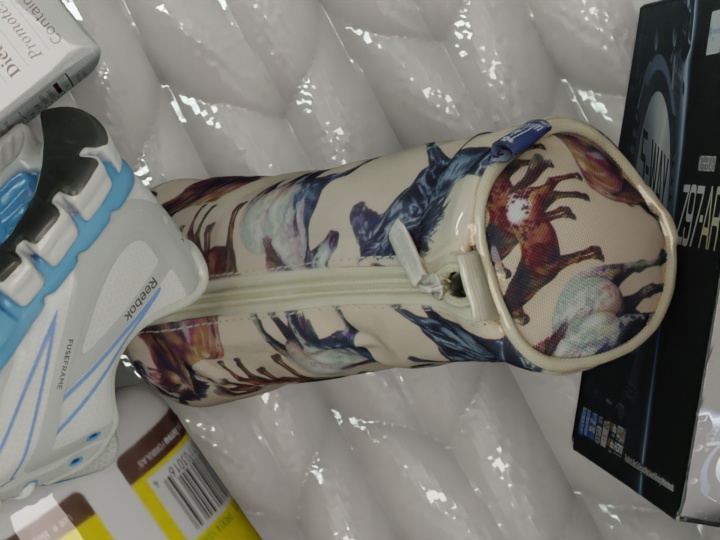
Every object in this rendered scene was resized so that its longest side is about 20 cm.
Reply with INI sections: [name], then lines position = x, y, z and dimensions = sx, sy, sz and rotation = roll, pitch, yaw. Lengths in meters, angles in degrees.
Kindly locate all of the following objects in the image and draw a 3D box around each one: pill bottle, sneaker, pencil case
[pill bottle]
position = -0.060, 0.146, 0.951
dimensions = 0.109, 0.109, 0.200
rotation = -34, 94, -2
[sneaker]
position = -0.120, 0.052, 0.862
dimensions = 0.200, 0.075, 0.087
rotation = -47, 125, 0
[pencil case]
position = 0.000, 0.000, 0.908
dimensions = 0.089, 0.200, 0.078
rotation = -1, 85, -42

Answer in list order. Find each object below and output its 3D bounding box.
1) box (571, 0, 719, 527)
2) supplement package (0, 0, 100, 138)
[box]
position = 0.115, -0.007, 0.910
dimensions = 0.043, 0.200, 0.161
rotation = 9, 93, -5
[supplement package]
position = -0.218, -0.082, 0.909
dimensions = 0.200, 0.147, 0.191
rotation = -38, 95, -3
